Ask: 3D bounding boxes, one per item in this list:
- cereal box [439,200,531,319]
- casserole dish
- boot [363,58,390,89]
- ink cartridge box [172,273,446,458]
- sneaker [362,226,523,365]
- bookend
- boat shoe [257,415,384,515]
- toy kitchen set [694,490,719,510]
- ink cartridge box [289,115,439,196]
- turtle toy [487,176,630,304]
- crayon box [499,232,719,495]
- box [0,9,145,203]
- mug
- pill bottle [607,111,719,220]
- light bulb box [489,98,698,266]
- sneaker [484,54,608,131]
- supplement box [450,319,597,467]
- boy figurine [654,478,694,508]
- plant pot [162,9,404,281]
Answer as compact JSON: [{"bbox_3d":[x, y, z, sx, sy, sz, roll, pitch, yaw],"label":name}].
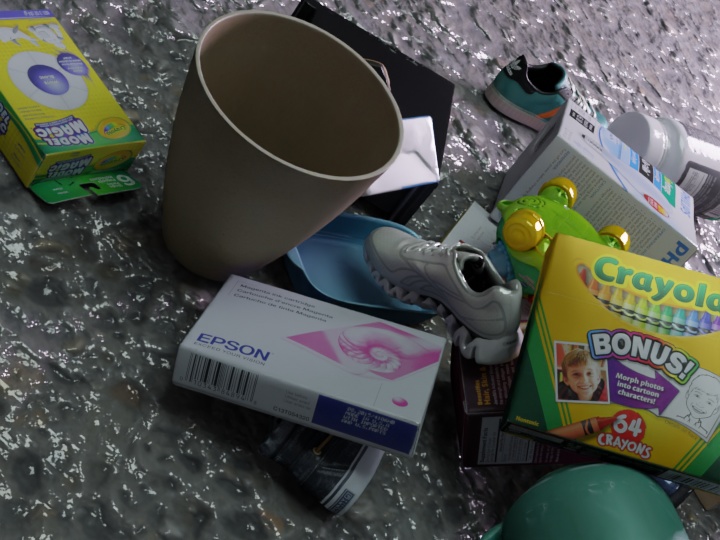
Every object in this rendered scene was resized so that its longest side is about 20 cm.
[{"bbox_3d":[0.168,0.025,1.357,0.200,0.040,0.144,40,34,0],"label":"cereal box"},{"bbox_3d":[0.000,0.000,1.231,0.200,0.039,0.121,8,46,-36],"label":"casserole dish"},{"bbox_3d":[-0.067,-0.202,1.277,0.200,0.078,0.138,-7,35,10],"label":"boot"},{"bbox_3d":[-0.032,0.062,1.048,0.196,0.043,0.200,16,27,4],"label":"ink cartridge box"},{"bbox_3d":[0.078,0.003,1.159,0.075,0.081,0.200,-23,43,-32],"label":"sneaker"},{"bbox_3d":[-0.011,-0.167,1.356,0.199,0.092,0.200,28,38,-14],"label":"bookend"},{"bbox_3d":[-0.012,0.110,1.070,0.091,0.071,0.200,38,35,-4],"label":"boat shoe"},{"bbox_3d":[0.379,0.124,1.305,0.163,0.200,0.181,2,50,-42],"label":"toy kitchen set"},{"bbox_3d":[-0.038,-0.101,1.224,0.116,0.200,0.067,-15,98,-49],"label":"ink cartridge box"},{"bbox_3d":[0.210,0.002,1.297,0.200,0.101,0.146,44,35,6],"label":"turtle toy"},{"bbox_3d":[0.238,0.079,1.079,0.200,0.058,0.173,16,74,3],"label":"crayon box"},{"bbox_3d":[-0.280,-0.147,1.125,0.117,0.048,0.200,-17,66,-50],"label":"box"},{"bbox_3d":[0.180,0.228,1.050,0.185,0.152,0.115,14,43,-33],"label":"mug"},{"bbox_3d":[0.429,-0.143,1.720,0.200,0.113,0.113,16,42,-31],"label":"pill bottle"},{"bbox_3d":[0.272,-0.072,1.460,0.200,0.125,0.198,38,23,-3],"label":"light bulb box"},{"bbox_3d":[0.265,-0.226,1.685,0.200,0.080,0.071,15,42,-32],"label":"sneaker"},{"bbox_3d":[0.187,0.110,1.164,0.200,0.086,0.110,-2,45,-1],"label":"supplement box"},{"bbox_3d":[0.240,0.158,1.247,0.200,0.064,0.124,45,3,9],"label":"boy figurine"},{"bbox_3d":[-0.093,-0.087,1.091,0.187,0.200,0.187,20,45,-21],"label":"plant pot"}]
